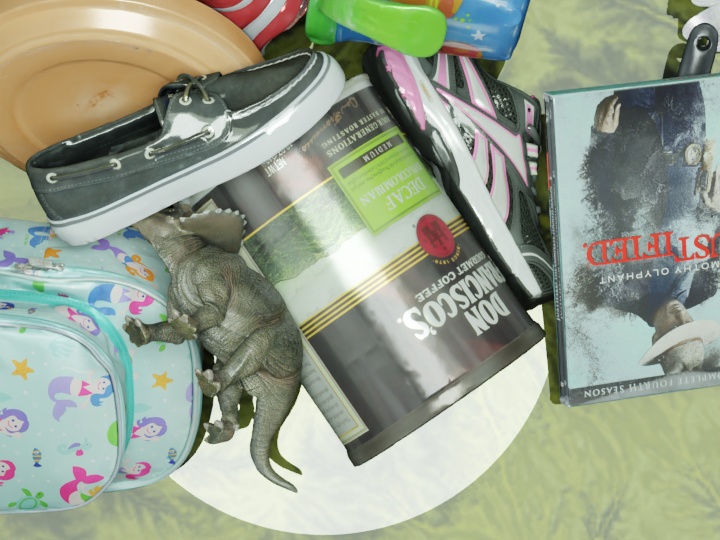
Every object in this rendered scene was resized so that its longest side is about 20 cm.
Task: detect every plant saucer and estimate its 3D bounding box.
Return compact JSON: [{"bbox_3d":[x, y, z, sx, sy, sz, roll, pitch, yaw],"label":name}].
[{"bbox_3d":[-0.155,-0.106,1.682,0.200,0.201,0.032,4,57,0],"label":"plant saucer"}]

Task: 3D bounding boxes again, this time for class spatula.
[{"bbox_3d":[0.196,-0.061,1.746,0.056,0.021,0.201,13,99,-1],"label":"spatula"}]

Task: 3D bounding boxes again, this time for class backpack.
[{"bbox_3d":[-0.195,0.060,1.690,0.199,0.151,0.178,-1,118,-6],"label":"backpack"}]

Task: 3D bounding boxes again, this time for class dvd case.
[{"bbox_3d":[0.190,-0.021,1.725,0.146,0.022,0.201,-7,103,-16],"label":"dvd case"}]

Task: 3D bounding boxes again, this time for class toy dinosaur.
[{"bbox_3d":[-0.073,0.037,1.619,0.200,0.077,0.102,53,52,-6],"label":"toy dinosaur"}]

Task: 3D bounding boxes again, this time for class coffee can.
[{"bbox_3d":[0.000,0.000,1.700,0.146,0.146,0.200,-35,89,-2],"label":"coffee can"}]

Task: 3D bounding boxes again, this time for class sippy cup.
[{"bbox_3d":[0.045,-0.192,1.690,0.130,0.140,0.178,16,68,1],"label":"sippy cup"}]

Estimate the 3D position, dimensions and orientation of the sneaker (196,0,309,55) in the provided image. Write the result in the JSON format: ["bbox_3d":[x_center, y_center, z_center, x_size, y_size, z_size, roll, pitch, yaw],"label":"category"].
[{"bbox_3d":[-0.095,-0.197,1.706,0.112,0.200,0.071,29,101,-26],"label":"sneaker"}]

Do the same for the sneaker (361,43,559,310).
[{"bbox_3d":[0.087,-0.074,1.741,0.086,0.080,0.200,-29,94,-12],"label":"sneaker"}]

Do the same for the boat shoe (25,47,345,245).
[{"bbox_3d":[-0.105,-0.083,1.616,0.200,0.069,0.057,-28,121,6],"label":"boat shoe"}]

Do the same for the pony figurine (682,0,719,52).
[{"bbox_3d":[0.243,-0.245,1.704,0.166,0.193,0.200,36,64,-17],"label":"pony figurine"}]
